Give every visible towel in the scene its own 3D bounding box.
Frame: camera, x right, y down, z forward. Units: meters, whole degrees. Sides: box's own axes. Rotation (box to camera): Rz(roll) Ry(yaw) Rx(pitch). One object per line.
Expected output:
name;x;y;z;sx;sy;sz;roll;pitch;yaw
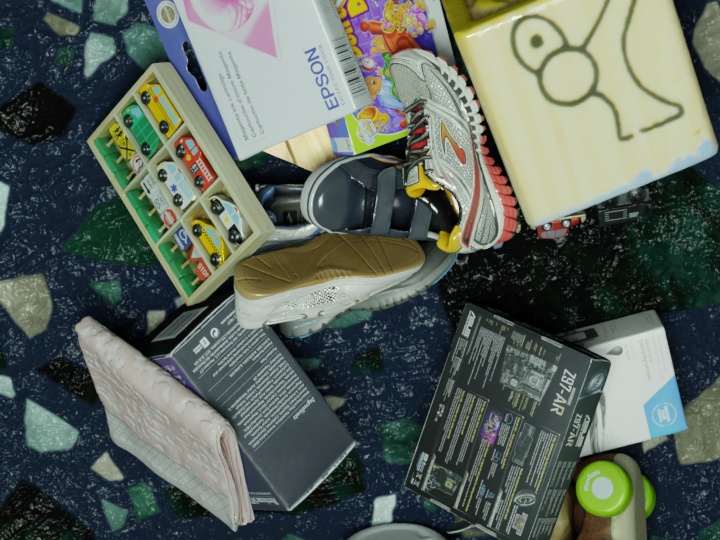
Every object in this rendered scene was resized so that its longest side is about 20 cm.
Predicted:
towel;-0.193;0.154;1.586;0.199;0.032;0.192;32;150;27

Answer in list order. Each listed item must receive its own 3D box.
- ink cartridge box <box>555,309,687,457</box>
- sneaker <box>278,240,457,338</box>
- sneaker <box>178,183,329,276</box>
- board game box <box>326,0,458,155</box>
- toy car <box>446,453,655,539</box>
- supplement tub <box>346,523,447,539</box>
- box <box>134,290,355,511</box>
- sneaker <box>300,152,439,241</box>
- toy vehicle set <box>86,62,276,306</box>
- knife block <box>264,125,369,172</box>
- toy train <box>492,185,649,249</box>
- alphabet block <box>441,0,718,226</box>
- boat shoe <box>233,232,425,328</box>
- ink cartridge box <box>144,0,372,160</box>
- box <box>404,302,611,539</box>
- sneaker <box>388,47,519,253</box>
ink cartridge box;0.224;0.127;1.656;0.197;0.067;0.117;-15;105;5
sneaker;0.000;0.000;1.619;0.198;0.073;0.083;-21;100;4
sneaker;-0.101;-0.052;1.583;0.197;0.085;0.078;-15;69;6
board game box;0.014;-0.226;1.529;0.133;0.045;0.202;-22;104;-26
toy car;0.194;0.270;1.652;0.197;0.164;0.160;-4;77;20
supplement tub;0.040;0.381;1.703;0.121;0.123;0.203;-2;106;1
box;-0.123;0.132;1.604;0.104;0.148;0.201;-42;103;-26
sneaker;0.040;-0.069;1.542;0.198;0.079;0.079;-6;110;-37
toy vehicle set;-0.175;-0.083;1.553;0.124;0.026;0.201;-43;74;34
knife block;-0.048;-0.194;1.566;0.198;0.064;0.177;22;106;-6
toy train;0.193;-0.055;1.623;0.197;0.034;0.046;-9;118;2
alphabet block;0.196;-0.193;1.483;0.193;0.197;0.202;-21;115;5
boat shoe;-0.033;0.011;1.554;0.198;0.071;0.070;-11;136;-23
ink cartridge box;-0.109;-0.211;1.495;0.198;0.043;0.198;-20;97;31
box;0.143;0.153;1.589;0.159;0.043;0.202;23;98;37
sneaker;0.074;-0.111;1.483;0.082;0.078;0.202;-23;87;-27
